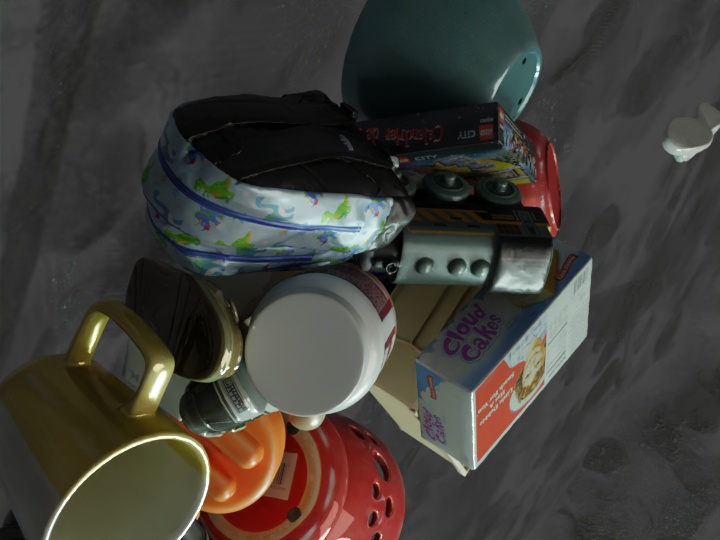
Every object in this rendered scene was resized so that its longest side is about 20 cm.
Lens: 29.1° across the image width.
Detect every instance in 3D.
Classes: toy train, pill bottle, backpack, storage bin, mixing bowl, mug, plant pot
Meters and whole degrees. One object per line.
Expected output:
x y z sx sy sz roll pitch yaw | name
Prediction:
0.080 -0.032 1.247 0.197 0.115 0.086 3 123 -16 | toy train
-0.032 0.056 1.152 0.115 0.113 0.200 -60 177 7 | pill bottle
-0.080 -0.071 1.118 0.154 0.164 0.199 -48 155 19 | backpack
0.100 0.074 1.408 0.200 0.093 0.200 -56 151 -11 | storage bin
0.161 -0.087 1.524 0.200 0.107 0.204 -6 90 -74 | mixing bowl
-0.206 0.130 1.082 0.187 0.153 0.150 -46 144 -5 | mug
0.094 -0.201 1.326 0.200 0.134 0.201 -44 154 -28 | plant pot
-0.072 0.241 1.486 0.202 0.199 0.182 -56 152 -1 | plant pot

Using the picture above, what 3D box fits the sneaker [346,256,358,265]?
0.000 0.000 1.470 0.096 0.079 0.199 -60 158 12 | sneaker

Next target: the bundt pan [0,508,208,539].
-0.232 0.237 1.167 0.202 0.200 0.076 -44 130 -29 | bundt pan

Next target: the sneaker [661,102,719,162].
0.557 -0.218 2.369 0.199 0.075 0.089 -30 157 -51 | sneaker

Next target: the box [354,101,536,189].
0.053 -0.106 1.297 0.136 0.197 0.038 31 56 -65 | box

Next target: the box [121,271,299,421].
-0.120 0.047 1.279 0.199 0.077 0.096 -31 146 -49 | box

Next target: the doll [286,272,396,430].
-0.013 0.066 1.363 0.201 0.048 0.137 -57 150 -10 | doll

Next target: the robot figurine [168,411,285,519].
-0.131 0.166 1.330 0.200 0.115 0.146 -55 147 -89 | robot figurine

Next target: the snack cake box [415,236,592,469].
0.137 0.072 1.302 0.200 0.067 0.116 -44 148 -31 | snack cake box

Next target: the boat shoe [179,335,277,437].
-0.109 0.099 1.170 0.063 0.071 0.200 -27 176 6 | boat shoe

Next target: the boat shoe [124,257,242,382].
-0.130 0.039 1.099 0.062 0.200 0.074 14 95 -29 | boat shoe
